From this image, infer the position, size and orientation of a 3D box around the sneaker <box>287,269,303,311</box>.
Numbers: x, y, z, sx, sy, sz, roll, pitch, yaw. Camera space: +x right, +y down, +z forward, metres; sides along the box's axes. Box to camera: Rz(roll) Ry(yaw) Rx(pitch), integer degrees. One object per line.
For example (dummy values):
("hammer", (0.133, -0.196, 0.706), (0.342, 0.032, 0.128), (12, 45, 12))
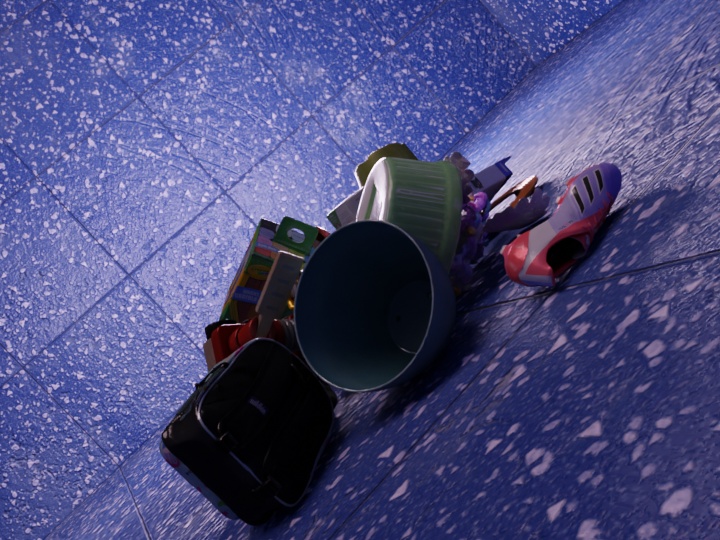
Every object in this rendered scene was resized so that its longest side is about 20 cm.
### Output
("sneaker", (-0.058, 0.026, 1.217), (0.082, 0.078, 0.200), (-7, -17, -18))

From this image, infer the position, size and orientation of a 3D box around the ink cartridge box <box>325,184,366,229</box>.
("ink cartridge box", (0.042, -0.055, 1.541), (0.087, 0.200, 0.145), (-37, 3, -17))

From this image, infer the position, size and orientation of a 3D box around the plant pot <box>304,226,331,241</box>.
("plant pot", (-0.073, 0.040, 1.760), (0.200, 0.200, 0.176), (-41, -6, 15))

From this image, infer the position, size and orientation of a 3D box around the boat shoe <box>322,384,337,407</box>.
("boat shoe", (-0.098, 0.194, 1.233), (0.073, 0.063, 0.201), (-7, -18, -28))

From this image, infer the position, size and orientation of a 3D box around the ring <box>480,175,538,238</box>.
("ring", (0.230, -0.090, 1.456), (0.200, 0.019, 0.200), (-42, 7, 6))

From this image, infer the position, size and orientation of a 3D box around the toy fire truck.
("toy fire truck", (-0.102, 0.071, 1.144), (0.176, 0.129, 0.200), (-2, -23, -35))

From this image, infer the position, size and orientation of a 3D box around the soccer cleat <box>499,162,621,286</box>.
("soccer cleat", (0.240, -0.049, 0.938), (0.200, 0.067, 0.076), (-39, 35, -23))

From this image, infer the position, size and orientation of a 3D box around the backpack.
("backpack", (-0.130, 0.188, 1.025), (0.150, 0.178, 0.200), (-34, 15, 39))

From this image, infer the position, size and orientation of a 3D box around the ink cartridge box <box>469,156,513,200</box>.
("ink cartridge box", (0.188, -0.123, 1.463), (0.200, 0.042, 0.119), (-34, -13, -43))

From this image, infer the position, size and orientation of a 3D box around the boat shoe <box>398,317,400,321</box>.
("boat shoe", (0.020, 0.085, 1.313), (0.200, 0.070, 0.070), (-39, 11, 33))

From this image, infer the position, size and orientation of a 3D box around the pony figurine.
("pony figurine", (0.156, -0.064, 1.239), (0.200, 0.166, 0.193), (-62, 5, -23))

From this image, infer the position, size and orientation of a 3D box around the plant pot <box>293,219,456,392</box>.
("plant pot", (0.038, 0.050, 1.025), (0.200, 0.200, 0.135), (-40, -30, 25))

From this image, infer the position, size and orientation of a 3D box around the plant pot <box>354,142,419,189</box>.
("plant pot", (0.083, -0.150, 1.714), (0.200, 0.190, 0.200), (-29, -13, -7))

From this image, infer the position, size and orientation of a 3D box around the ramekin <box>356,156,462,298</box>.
("ramekin", (0.058, -0.060, 1.157), (0.200, 0.097, 0.201), (-170, 90, -77))

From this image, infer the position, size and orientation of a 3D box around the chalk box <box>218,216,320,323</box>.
("chalk box", (-0.135, 0.007, 1.390), (0.124, 0.125, 0.200), (-87, 22, -58))
